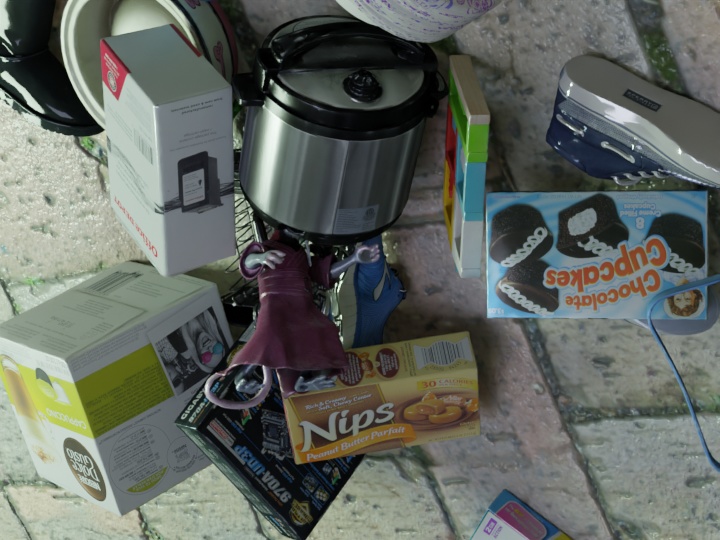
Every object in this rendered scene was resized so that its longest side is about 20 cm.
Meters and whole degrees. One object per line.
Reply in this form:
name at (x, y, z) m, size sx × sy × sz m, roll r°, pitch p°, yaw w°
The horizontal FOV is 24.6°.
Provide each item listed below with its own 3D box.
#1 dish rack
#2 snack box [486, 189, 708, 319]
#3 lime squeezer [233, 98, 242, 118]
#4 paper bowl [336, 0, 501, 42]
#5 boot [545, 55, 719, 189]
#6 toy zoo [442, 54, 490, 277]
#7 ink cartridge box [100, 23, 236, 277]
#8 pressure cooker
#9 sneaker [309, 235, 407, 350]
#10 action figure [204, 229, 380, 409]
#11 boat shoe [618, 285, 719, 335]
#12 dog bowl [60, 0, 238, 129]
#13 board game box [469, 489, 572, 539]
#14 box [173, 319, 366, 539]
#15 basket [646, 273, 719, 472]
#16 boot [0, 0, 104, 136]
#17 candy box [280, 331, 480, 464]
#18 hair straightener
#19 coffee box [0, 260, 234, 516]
dish rack at (-0.095, -0.033, 1.771) m, size 0.153 × 0.055 × 0.201 m, roll 5°, pitch 119°, yaw 32°
snack box at (0.215, -0.015, 1.499) m, size 0.199 × 0.037 × 0.117 m, roll 0°, pitch 94°, yaw 12°
lime squeezer at (-0.195, -0.115, 1.786) m, size 0.200 × 0.038 × 0.071 m, roll -28°, pitch 69°, yaw 43°
paper bowl at (0.031, -0.292, 1.423) m, size 0.104 × 0.201 × 0.201 m, roll -27°, pitch 99°, yaw 43°
boot at (0.259, -0.109, 1.470) m, size 0.200 × 0.073 × 0.091 m, roll 35°, pitch 140°, yaw 23°
toy zoo at (0.098, -0.085, 1.558) m, size 0.020 × 0.131 × 0.201 m, roll -2°, pitch 122°, yaw -5°
ink cartridge box at (-0.189, -0.118, 1.629) m, size 0.145 × 0.083 × 0.201 m, roll 48°, pitch 146°, yaw 44°
pressure cooker at (-0.020, -0.148, 1.565) m, size 0.178 × 0.176 × 0.201 m, roll 27°, pitch 133°, yaw 17°
sneaker at (0.000, 0.000, 1.715) m, size 0.078 × 0.089 × 0.201 m, roll 24°, pitch 113°, yaw 48°
action figure at (-0.070, 0.029, 1.636) m, size 0.149 × 0.134 × 0.201 m, roll -35°, pitch 50°, yaw 47°
boat shoe at (0.240, 0.009, 1.551) m, size 0.199 × 0.065 × 0.074 m, roll 21°, pitch 90°, yaw 10°
dog bowl at (-0.214, -0.227, 1.725) m, size 0.199 × 0.074 × 0.201 m, roll 18°, pitch 126°, yaw 27°
board game box at (0.200, 0.354, 1.804) m, size 0.200 × 0.040 × 0.153 m, roll 36°, pitch 132°, yaw 12°
box at (-0.084, 0.169, 1.775) m, size 0.046 × 0.159 × 0.200 m, roll 5°, pitch 142°, yaw 52°
basket at (0.368, 0.070, 1.428) m, size 0.199 × 0.139 × 0.177 m, roll -23°, pitch 103°, yaw 9°
boot at (-0.354, -0.255, 1.813) m, size 0.198 × 0.073 × 0.163 m, roll 29°, pitch 127°, yaw 19°
candy box at (0.021, 0.132, 1.697) m, size 0.199 × 0.055 × 0.116 m, roll -8°, pitch 137°, yaw -1°
hair straightener at (-0.094, 0.034, 1.713) m, size 0.077 × 0.041 × 0.201 m, roll -6°, pitch 105°, yaw 2°
coffee box at (-0.267, 0.128, 1.861) m, size 0.199 × 0.200 × 0.199 m, roll 13°, pitch 125°, yaw 51°
